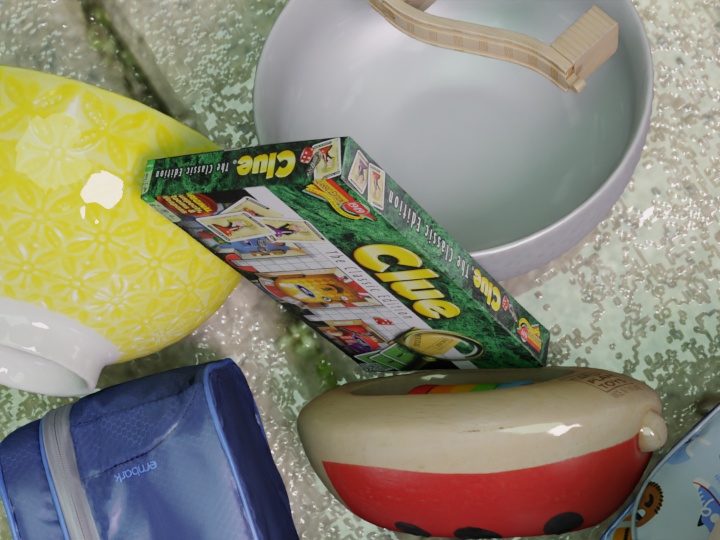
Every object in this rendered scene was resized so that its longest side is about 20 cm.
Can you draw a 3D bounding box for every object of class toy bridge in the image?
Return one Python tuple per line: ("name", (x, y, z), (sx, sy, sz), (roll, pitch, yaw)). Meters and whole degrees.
("toy bridge", (0.037, -0.149, 0.738), (0.067, 0.027, 0.200), (-41, 66, -12))

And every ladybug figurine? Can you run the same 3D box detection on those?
("ladybug figurine", (0.058, 0.088, 0.724), (0.199, 0.135, 0.072), (-5, 92, 42))

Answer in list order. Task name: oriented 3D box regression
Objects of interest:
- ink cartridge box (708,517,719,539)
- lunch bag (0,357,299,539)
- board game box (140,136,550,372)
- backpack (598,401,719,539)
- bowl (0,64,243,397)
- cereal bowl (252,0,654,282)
("ink cartridge box", (0.163, 0.204, 0.534), (0.147, 0.086, 0.201), (22, 82, 11))
("lunch bag", (-0.098, 0.155, 0.743), (0.132, 0.136, 0.201), (-20, 85, 3))
("board game box", (0.000, 0.000, 0.680), (0.104, 0.200, 0.024), (-7, 62, 31))
("backpack", (0.200, 0.149, 0.674), (0.191, 0.154, 0.200), (-46, 46, 3))
("bowl", (-0.152, -0.003, 0.716), (0.199, 0.200, 0.108), (12, 69, 5))
("cereal bowl", (0.048, -0.077, 0.762), (0.199, 0.083, 0.201), (-2, 64, 5))
